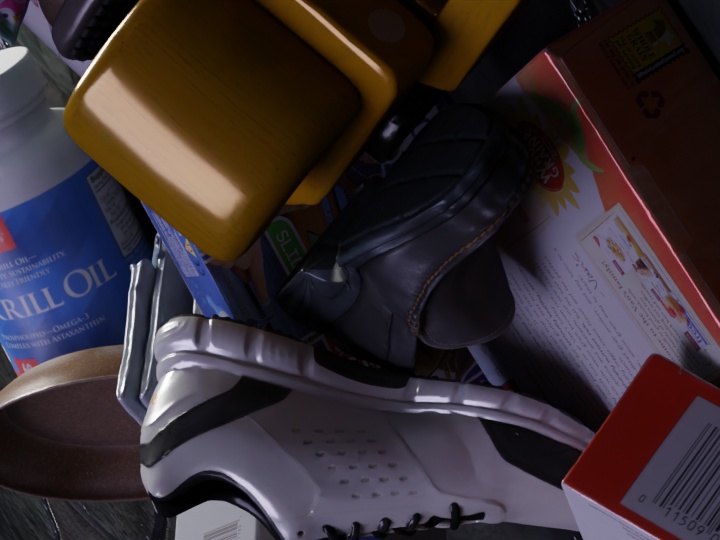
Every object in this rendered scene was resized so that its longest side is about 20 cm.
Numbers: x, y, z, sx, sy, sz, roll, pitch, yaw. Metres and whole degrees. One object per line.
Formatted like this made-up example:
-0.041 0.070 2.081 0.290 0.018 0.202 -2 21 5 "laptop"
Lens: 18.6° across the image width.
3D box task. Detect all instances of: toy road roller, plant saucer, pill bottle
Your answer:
-0.022 -0.093 0.785 0.123 0.146 0.200 39 146 1 "toy road roller"
-0.142 0.090 1.343 0.201 0.200 0.037 103 161 -62 "plant saucer"
-0.200 -0.031 1.361 0.112 0.112 0.200 14 133 61 "pill bottle"

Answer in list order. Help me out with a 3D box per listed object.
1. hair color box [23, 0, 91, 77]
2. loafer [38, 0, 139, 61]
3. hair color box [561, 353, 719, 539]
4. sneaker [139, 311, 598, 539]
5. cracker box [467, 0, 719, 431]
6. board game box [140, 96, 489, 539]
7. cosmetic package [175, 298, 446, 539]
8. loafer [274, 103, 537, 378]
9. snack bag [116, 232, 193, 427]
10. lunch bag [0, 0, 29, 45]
-0.102 -0.124 1.091 0.200 0.061 0.099 42 153 34 "hair color box"
-0.085 -0.170 0.881 0.071 0.073 0.200 52 126 13 "loafer"
0.148 0.122 0.797 0.111 0.064 0.200 29 159 29 "hair color box"
0.008 0.080 0.854 0.199 0.080 0.074 12 157 9 "sneaker"
0.090 -0.008 0.835 0.134 0.058 0.200 57 158 3 "cracker box"
0.000 0.000 0.936 0.200 0.135 0.034 63 156 -11 "board game box"
-0.018 0.099 1.006 0.151 0.052 0.200 42 -145 -38 "cosmetic package"
0.031 -0.006 0.815 0.072 0.073 0.200 39 163 -4 "loafer"
-0.055 0.058 1.080 0.189 0.021 0.200 53 -158 -32 "snack bag"
-0.200 -0.203 1.017 0.200 0.122 0.171 27 102 67 "lunch bag"
